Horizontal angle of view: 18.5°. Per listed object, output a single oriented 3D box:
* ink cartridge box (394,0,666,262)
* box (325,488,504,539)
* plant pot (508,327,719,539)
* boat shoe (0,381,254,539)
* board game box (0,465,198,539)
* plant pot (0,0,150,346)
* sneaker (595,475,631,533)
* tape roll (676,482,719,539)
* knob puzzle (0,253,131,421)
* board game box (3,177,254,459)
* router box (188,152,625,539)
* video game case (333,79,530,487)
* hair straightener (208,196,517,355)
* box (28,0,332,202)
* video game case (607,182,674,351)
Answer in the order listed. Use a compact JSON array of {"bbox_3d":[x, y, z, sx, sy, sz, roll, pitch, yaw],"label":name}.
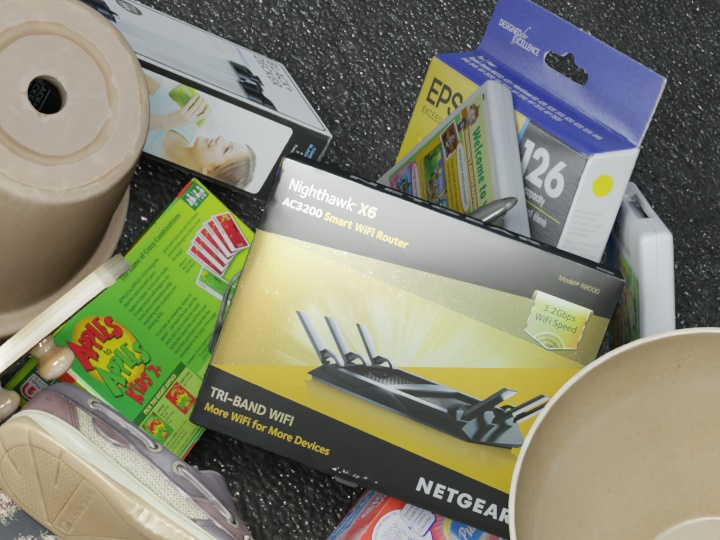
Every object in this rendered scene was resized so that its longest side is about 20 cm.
[{"bbox_3d":[0.092,-0.062,1.400,0.047,0.200,0.198,7,19,-31],"label":"ink cartridge box"},{"bbox_3d":[0.034,0.175,1.285,0.100,0.095,0.200,46,37,-2],"label":"box"},{"bbox_3d":[0.184,0.148,1.161,0.134,0.200,0.200,71,3,-60],"label":"plant pot"},{"bbox_3d":[-0.088,0.126,1.079,0.200,0.072,0.065,37,44,-3],"label":"boat shoe"},{"bbox_3d":[-0.136,0.209,1.097,0.159,0.097,0.200,1,57,-43],"label":"board game box"},{"bbox_3d":[-0.197,-0.069,1.170,0.200,0.175,0.200,7,73,-26],"label":"plant pot"},{"bbox_3d":[0.149,0.191,1.293,0.081,0.200,0.074,16,42,19],"label":"sneaker"},{"bbox_3d":[0.223,0.138,1.337,0.203,0.037,0.203,1,90,-74],"label":"tape roll"},{"bbox_3d":[-0.179,0.058,1.104,0.030,0.220,0.220,51,38,-3],"label":"knob puzzle"},{"bbox_3d":[-0.115,0.039,1.303,0.102,0.048,0.200,43,38,-5],"label":"board game box"},{"bbox_3d":[0.026,0.042,1.217,0.200,0.157,0.052,19,6,2],"label":"router box"},{"bbox_3d":[0.039,0.008,1.365,0.022,0.182,0.200,23,44,-30],"label":"video game case"},{"bbox_3d":[0.000,0.000,1.263,0.041,0.200,0.077,-46,113,-81],"label":"hair straightener"},{"bbox_3d":[-0.128,-0.117,1.384,0.200,0.060,0.117,22,19,-29],"label":"box"},{"bbox_3d":[0.176,0.058,1.391,0.022,0.200,0.182,-3,12,1],"label":"video game case"}]
